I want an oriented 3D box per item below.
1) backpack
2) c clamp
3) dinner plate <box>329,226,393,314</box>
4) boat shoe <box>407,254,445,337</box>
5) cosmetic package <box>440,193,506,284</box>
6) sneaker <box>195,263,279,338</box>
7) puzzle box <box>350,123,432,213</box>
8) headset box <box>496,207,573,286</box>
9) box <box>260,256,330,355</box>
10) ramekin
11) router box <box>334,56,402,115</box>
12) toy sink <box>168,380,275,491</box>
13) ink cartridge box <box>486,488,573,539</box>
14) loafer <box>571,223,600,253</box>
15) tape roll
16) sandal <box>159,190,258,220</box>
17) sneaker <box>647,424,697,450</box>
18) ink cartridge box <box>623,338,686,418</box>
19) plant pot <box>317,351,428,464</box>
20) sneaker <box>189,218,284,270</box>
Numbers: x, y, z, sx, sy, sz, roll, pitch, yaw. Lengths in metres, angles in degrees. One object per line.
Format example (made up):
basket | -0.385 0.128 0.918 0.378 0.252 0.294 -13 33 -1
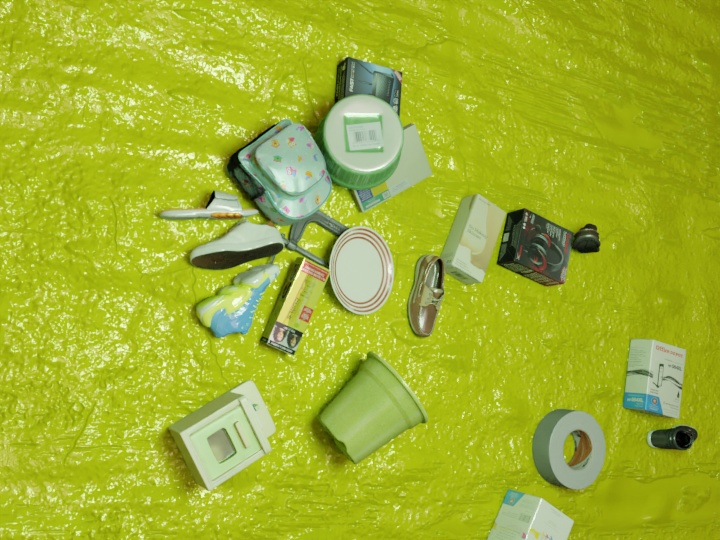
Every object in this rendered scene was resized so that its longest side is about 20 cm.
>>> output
backpack | -0.157 -0.202 1.546 0.176 0.153 0.201 -43 109 -30
c clamp | -0.097 -0.049 1.635 0.199 0.027 0.172 24 69 -23
dinner plate | 0.000 0.000 1.661 0.199 0.024 0.202 2 87 -43
boat shoe | 0.162 0.058 1.733 0.075 0.072 0.202 8 81 -27
cosmetic package | 0.278 -0.077 1.809 0.105 0.071 0.201 28 73 -23
sneaker | -0.243 0.069 1.523 0.199 0.076 0.106 -31 112 -20
puzzle box | 0.060 -0.238 1.684 0.199 0.025 0.134 -29 118 -12
headset box | 0.469 -0.055 1.906 0.199 0.075 0.150 23 73 -25
box | -0.139 0.076 1.566 0.075 0.050 0.201 28 81 -24
ramekin | 0.001 -0.285 1.586 0.198 0.098 0.202 1 82 -9
router box | 0.016 -0.383 1.704 0.149 0.062 0.202 7 82 -27
toy sink | -0.259 0.325 1.457 0.199 0.112 0.131 -28 98 -27
ink cartridge box | 0.402 0.663 1.770 0.125 0.128 0.201 37 70 -20
loafer | 0.602 -0.091 1.942 0.072 0.200 0.072 -4 83 17
tape roll | 0.548 0.467 1.903 0.199 0.066 0.202 3 84 -27
sandal | -0.309 -0.137 1.496 0.205 0.079 0.060 -2 89 -26
sneaker | 0.930 0.485 2.087 0.199 0.099 0.071 3 82 -29
ink cartridge box | 0.837 0.306 2.063 0.145 0.084 0.202 16 78 -26
plant pot | 0.014 0.311 1.577 0.184 0.200 0.201 -38 103 -13
sneaker | -0.267 -0.059 1.530 0.199 0.073 0.085 -12 60 -23
